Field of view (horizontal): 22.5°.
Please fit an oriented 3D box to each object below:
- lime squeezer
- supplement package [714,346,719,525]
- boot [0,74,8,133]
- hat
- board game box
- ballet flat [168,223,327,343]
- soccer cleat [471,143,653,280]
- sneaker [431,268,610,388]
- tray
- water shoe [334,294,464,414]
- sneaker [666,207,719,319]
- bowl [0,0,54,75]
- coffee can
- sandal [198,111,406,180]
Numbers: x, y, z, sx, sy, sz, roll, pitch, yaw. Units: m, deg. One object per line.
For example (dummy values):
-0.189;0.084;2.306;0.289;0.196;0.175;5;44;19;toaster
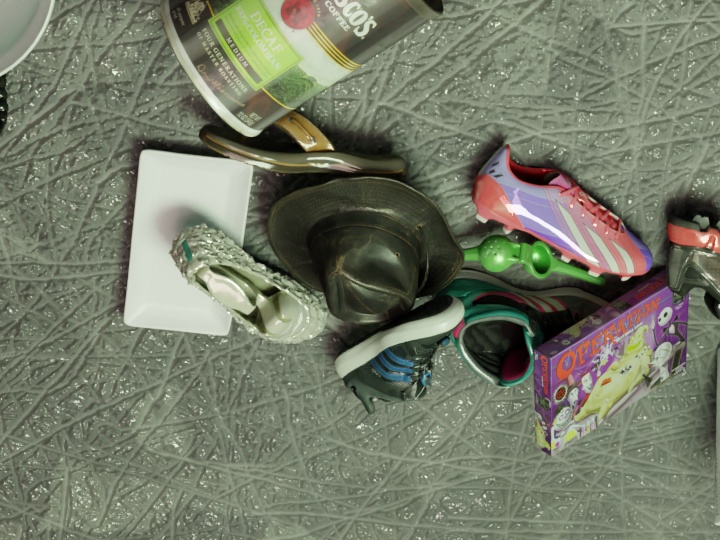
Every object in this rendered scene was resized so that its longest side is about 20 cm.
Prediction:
0.151;-0.005;1.761;0.199;0.038;0.071;7;148;-9;lime squeezer
0.444;0.146;1.752;0.146;0.192;0.200;7;162;-7;supplement package
-0.397;-0.124;1.641;0.157;0.080;0.212;-1;122;-3;boot
0.000;0.000;1.707;0.200;0.081;0.201;5;145;4;hat
0.248;0.087;1.777;0.200;0.032;0.120;-29;126;-31;board game box
-0.105;0.029;1.742;0.072;0.072;0.200;-40;128;20;ballet flat
0.201;-0.053;1.733;0.199;0.067;0.077;22;114;-13;soccer cleat
0.171;0.064;1.770;0.199;0.121;0.084;10;121;-10;sneaker
-0.168;-0.029;1.750;0.107;0.022;0.201;6;122;-8;tray
0.052;0.083;1.761;0.079;0.071;0.200;58;147;-1;water shoe
0.386;0.005;1.764;0.200;0.071;0.098;12;100;-8;sneaker
-0.351;-0.259;1.538;0.200;0.090;0.202;0;106;0;bowl
-0.050;-0.228;1.556;0.200;0.147;0.146;-32;119;16;coffee can
-0.050;-0.119;1.670;0.199;0.082;0.055;8;102;-11;sandal
